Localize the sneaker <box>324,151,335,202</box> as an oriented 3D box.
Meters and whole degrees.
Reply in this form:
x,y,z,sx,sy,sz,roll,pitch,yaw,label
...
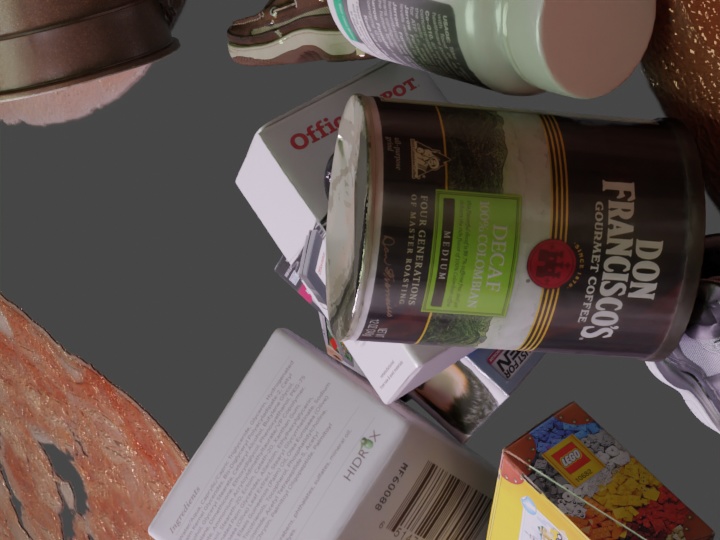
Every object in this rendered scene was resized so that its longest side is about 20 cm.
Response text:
x,y,z,sx,sy,sz,roll,pitch,yaw,label
0.071,-0.043,1.235,0.199,0.116,0.075,37,142,-14,sneaker

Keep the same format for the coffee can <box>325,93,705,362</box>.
x,y,z,sx,sy,sz,roll,pitch,yaw,label
0.087,-0.024,1.098,0.146,0.198,0.148,-176,90,-80,coffee can

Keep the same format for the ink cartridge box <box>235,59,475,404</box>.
x,y,z,sx,sy,sz,roll,pitch,yaw,label
0.027,-0.032,1.302,0.201,0.144,0.084,55,152,11,ink cartridge box

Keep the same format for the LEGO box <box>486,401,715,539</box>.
x,y,z,sx,sy,sz,roll,pitch,yaw,label
0.169,0.223,1.374,0.149,0.077,0.201,44,148,30,LEGO box

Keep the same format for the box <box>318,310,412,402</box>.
x,y,z,sx,sy,sz,roll,pitch,yaw,label
0.000,0.000,1.497,0.110,0.035,0.202,28,138,46,box

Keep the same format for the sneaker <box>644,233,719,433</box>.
x,y,z,sx,sy,sz,roll,pitch,yaw,label
0.242,0.052,1.089,0.200,0.075,0.115,43,151,35,sneaker

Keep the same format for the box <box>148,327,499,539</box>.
x,y,z,sx,sy,sz,roll,pitch,yaw,label
-0.015,0.192,1.454,0.171,0.201,0.199,33,179,42,box

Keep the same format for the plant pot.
x,y,z,sx,sy,sz,roll,pitch,yaw,label
-0.272,-0.263,1.562,0.200,0.199,0.200,9,116,57,plant pot

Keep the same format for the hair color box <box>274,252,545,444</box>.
x,y,z,sx,sy,sz,roll,pitch,yaw,label
0.037,0.028,1.383,0.200,0.061,0.099,42,148,5,hair color box

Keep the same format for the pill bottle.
x,y,z,sx,sy,sz,roll,pitch,yaw,label
0.077,-0.169,1.122,0.199,0.113,0.114,24,136,49,pill bottle

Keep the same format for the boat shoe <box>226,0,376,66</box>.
x,y,z,sx,sy,sz,roll,pitch,yaw,label
-0.032,-0.193,1.346,0.201,0.074,0.076,5,107,51,boat shoe
